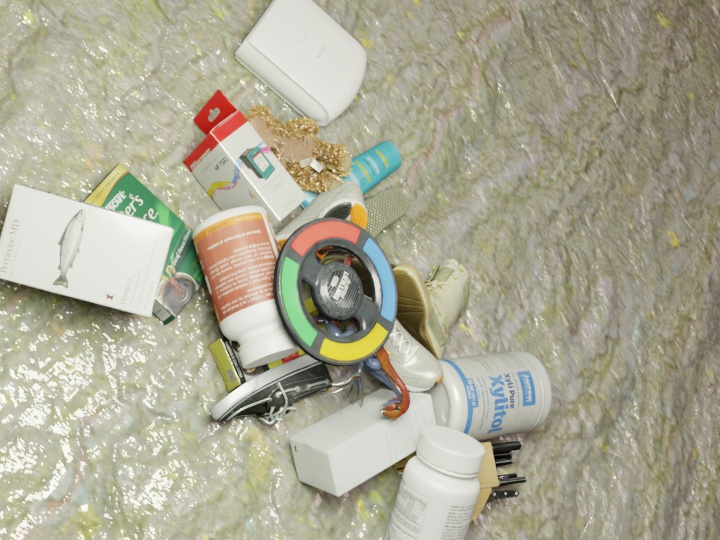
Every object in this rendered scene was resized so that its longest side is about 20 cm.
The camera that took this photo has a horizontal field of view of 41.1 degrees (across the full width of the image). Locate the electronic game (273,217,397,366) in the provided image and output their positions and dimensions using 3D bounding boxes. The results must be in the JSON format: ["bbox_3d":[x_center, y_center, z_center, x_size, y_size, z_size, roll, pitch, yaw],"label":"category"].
[{"bbox_3d":[-0.030,0.028,1.295,0.197,0.041,0.204,9,74,-33],"label":"electronic game"}]

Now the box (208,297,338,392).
[{"bbox_3d":[-0.118,0.101,1.398,0.198,0.050,0.076,-22,85,-36],"label":"box"}]

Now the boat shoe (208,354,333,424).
[{"bbox_3d":[-0.121,0.180,1.356,0.198,0.073,0.069,-20,76,-45],"label":"boat shoe"}]

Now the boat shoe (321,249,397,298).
[{"bbox_3d":[-0.001,0.001,1.497,0.199,0.073,0.066,10,26,-43],"label":"boat shoe"}]

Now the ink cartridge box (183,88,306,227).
[{"bbox_3d":[-0.182,-0.149,1.403,0.201,0.116,0.067,51,56,-6],"label":"ink cartridge box"}]

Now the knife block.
[{"bbox_3d":[0.167,0.298,1.506,0.200,0.064,0.176,44,56,-12],"label":"knife block"}]

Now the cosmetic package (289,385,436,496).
[{"bbox_3d":[0.007,0.242,1.391,0.198,0.101,0.073,-22,107,-35],"label":"cosmetic package"}]

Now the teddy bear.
[{"bbox_3d":[-0.102,-0.176,1.488,0.196,0.067,0.148,7,81,-23],"label":"teddy bear"}]

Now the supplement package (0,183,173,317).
[{"bbox_3d":[-0.348,-0.026,1.214,0.197,0.117,0.119,15,90,-15],"label":"supplement package"}]

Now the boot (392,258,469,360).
[{"bbox_3d":[0.111,0.031,1.521,0.156,0.071,0.202,-56,139,-35],"label":"boot"}]

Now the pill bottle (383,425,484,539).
[{"bbox_3d":[0.106,0.335,1.371,0.112,0.113,0.204,10,103,-29],"label":"pill bottle"}]

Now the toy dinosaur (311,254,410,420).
[{"bbox_3d":[0.007,0.116,1.347,0.180,0.202,0.105,29,19,6],"label":"toy dinosaur"}]

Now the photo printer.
[{"bbox_3d":[-0.086,-0.344,1.559,0.199,0.069,0.168,39,57,-15],"label":"photo printer"}]

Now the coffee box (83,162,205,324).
[{"bbox_3d":[-0.302,-0.037,1.331,0.200,0.044,0.124,45,56,-12],"label":"coffee box"}]

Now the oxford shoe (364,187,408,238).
[{"bbox_3d":[-0.001,-0.078,1.522,0.199,0.057,0.076,-28,92,-44],"label":"oxford shoe"}]

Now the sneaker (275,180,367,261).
[{"bbox_3d":[-0.070,-0.059,1.409,0.076,0.198,0.093,49,25,-28],"label":"sneaker"}]

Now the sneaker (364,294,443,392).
[{"bbox_3d":[0.039,0.101,1.426,0.198,0.093,0.076,34,60,20],"label":"sneaker"}]

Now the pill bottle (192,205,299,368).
[{"bbox_3d":[-0.151,0.024,1.309,0.111,0.112,0.203,-11,77,-34],"label":"pill bottle"}]

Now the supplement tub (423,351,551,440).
[{"bbox_3d":[0.188,0.199,1.512,0.197,0.131,0.134,-4,76,-32],"label":"supplement tub"}]

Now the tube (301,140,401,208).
[{"bbox_3d":[-0.018,-0.143,1.554,0.199,0.050,0.078,-36,84,-29],"label":"tube"}]
